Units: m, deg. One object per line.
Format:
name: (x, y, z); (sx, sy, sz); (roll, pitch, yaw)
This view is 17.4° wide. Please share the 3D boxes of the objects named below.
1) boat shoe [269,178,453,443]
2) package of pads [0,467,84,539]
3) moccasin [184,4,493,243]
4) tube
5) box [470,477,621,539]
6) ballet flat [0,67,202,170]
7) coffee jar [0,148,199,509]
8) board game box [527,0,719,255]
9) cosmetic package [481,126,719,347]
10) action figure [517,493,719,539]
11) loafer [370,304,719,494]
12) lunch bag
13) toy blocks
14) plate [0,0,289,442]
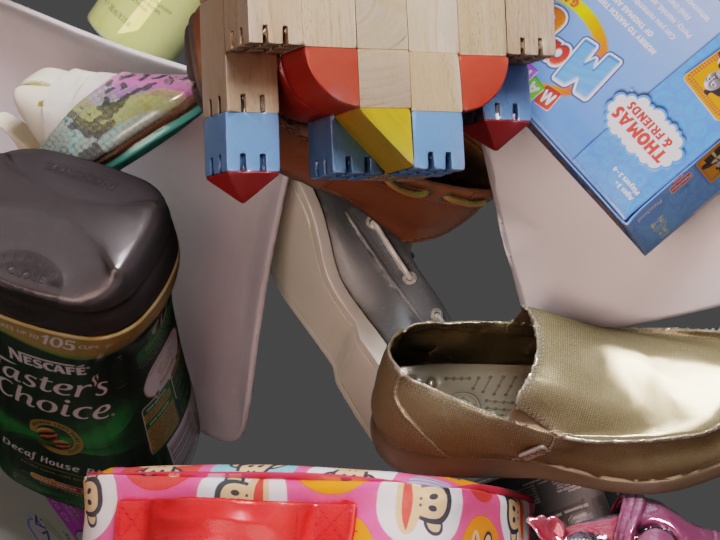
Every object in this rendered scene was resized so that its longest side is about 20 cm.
boat shoe: (0.000, 0.000, 1.202); (0.201, 0.062, 0.073); (62, 151, 13)
package of pads: (-0.225, 0.117, 1.231); (0.068, 0.154, 0.200); (-41, 83, 18)
moccasin: (-0.005, -0.072, 1.105); (0.078, 0.201, 0.074); (-22, 49, 32)
tube: (-0.064, -0.194, 1.199); (0.058, 0.052, 0.200); (35, 103, -17)
box: (0.061, 0.191, 1.199); (0.199, 0.051, 0.158); (-23, 88, 19)
ballet flat: (-0.156, -0.055, 1.172); (0.200, 0.069, 0.071); (-38, 87, 37)
coffee jar: (-0.137, 0.031, 1.142); (0.104, 0.086, 0.200); (17, 144, 14)
board game box: (0.159, -0.124, 1.075); (0.200, 0.037, 0.151); (-39, 53, 1)
cosmetic package: (0.168, -0.040, 1.122); (0.199, 0.081, 0.113); (-11, 92, 21)
action figure: (0.169, 0.145, 1.078); (0.199, 0.134, 0.149); (25, 90, -7)
loafer: (0.096, 0.057, 1.084); (0.199, 0.076, 0.068); (-6, 139, 13)
lunch bag: (-0.029, 0.128, 1.103); (0.199, 0.176, 0.082); (-1, 79, 24)
toy blocks: (0.009, -0.099, 1.022); (0.100, 0.199, 0.137); (-10, 82, 63)
plate: (-0.129, -0.031, 1.224); (0.199, 0.032, 0.200); (20, 118, 18)
